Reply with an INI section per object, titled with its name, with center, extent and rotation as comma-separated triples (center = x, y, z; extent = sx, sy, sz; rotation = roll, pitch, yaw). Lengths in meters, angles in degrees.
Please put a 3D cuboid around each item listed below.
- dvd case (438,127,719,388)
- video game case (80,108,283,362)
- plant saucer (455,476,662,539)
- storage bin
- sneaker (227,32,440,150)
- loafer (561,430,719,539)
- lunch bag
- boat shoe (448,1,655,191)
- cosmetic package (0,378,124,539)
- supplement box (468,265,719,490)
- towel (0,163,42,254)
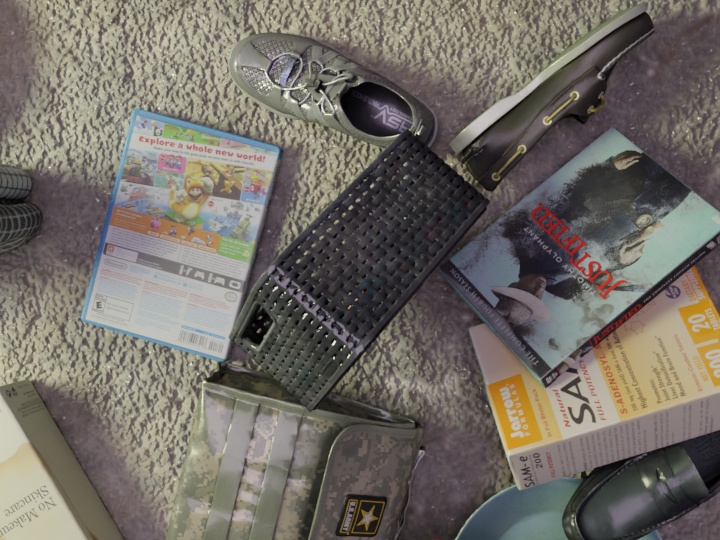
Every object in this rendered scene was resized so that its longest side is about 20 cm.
[dvd case]
center = 0.183, -0.016, 0.815
extent = 0.199, 0.022, 0.146
rotation = -39, 53, -1
[video game case]
center = -0.164, -0.032, 0.895
extent = 0.142, 0.018, 0.202
rotation = 15, 92, 5
[plant saucer]
center = 0.173, 0.278, 0.861
extent = 0.199, 0.039, 0.203
rotation = 0, 92, 4
[storage bin]
center = 0.000, 0.000, 0.786
extent = 0.094, 0.135, 0.200
rotation = 40, 59, 3
[sneaker]
center = -0.023, -0.160, 0.848
extent = 0.198, 0.082, 0.075
rotation = 20, 92, 4
[loafer]
center = 0.256, 0.168, 0.811
extent = 0.199, 0.070, 0.068
rotation = -28, 81, -13
[lunch bag]
center = -0.053, 0.188, 0.842
extent = 0.198, 0.118, 0.166
rotation = 15, 94, -2
[boat shoe]
center = 0.172, -0.148, 0.841
extent = 0.201, 0.072, 0.061
rotation = -37, 92, 11
[cosmetic package]
center = -0.303, 0.211, 0.883
extent = 0.105, 0.071, 0.201
rotation = -33, 88, 4
[supplement box]
center = 0.203, 0.085, 0.810
extent = 0.198, 0.074, 0.127
rotation = -19, 53, 4
[towel]
center = -0.395, -0.031, 0.843
extent = 0.198, 0.166, 0.086
rotation = -16, 95, 5
